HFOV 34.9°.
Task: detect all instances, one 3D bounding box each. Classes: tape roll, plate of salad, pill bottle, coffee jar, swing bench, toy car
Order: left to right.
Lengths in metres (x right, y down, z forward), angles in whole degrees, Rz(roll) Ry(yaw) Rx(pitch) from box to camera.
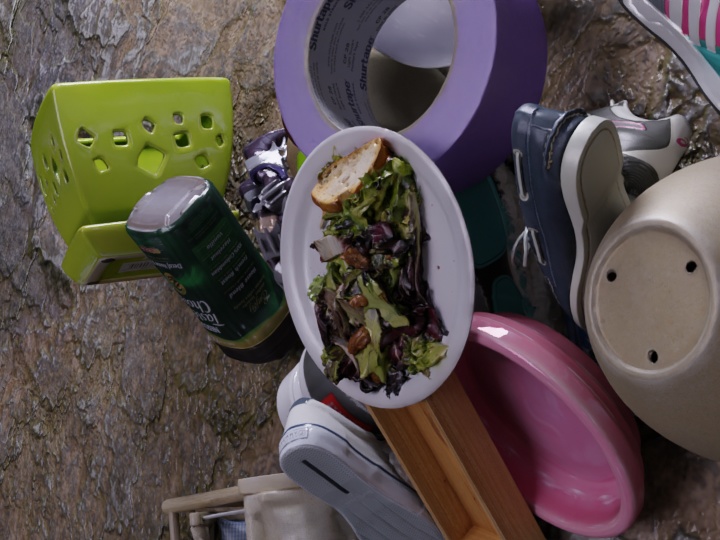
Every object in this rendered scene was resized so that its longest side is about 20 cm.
[{"bbox_3d":[-0.142,0.004,1.153,0.104,0.201,0.086,7,50,49],"label":"coffee jar"},{"bbox_3d":[-0.082,0.303,1.089,0.199,0.129,0.201,-25,67,47],"label":"swing bench"},{"bbox_3d":[-0.006,-0.115,1.067,0.200,0.156,0.166,116,155,-63],"label":"toy car"},{"bbox_3d":[0.000,0.000,0.812,0.199,0.048,0.203,10,104,44],"label":"plate of salad"},{"bbox_3d":[0.017,0.082,1.002,0.200,0.113,0.115,-44,54,39],"label":"pill bottle"},{"bbox_3d":[0.035,-0.160,0.870,0.198,0.085,0.203,-3,84,35],"label":"tape roll"}]

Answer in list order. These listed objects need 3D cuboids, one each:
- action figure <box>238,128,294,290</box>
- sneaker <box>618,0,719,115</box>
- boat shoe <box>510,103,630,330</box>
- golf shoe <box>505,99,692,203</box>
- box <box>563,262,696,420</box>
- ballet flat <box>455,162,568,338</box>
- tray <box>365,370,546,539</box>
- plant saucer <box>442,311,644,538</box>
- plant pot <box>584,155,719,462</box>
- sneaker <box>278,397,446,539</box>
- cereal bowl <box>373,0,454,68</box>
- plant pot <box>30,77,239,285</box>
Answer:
[{"bbox_3d":[-0.077,-0.051,1.136,0.201,0.069,0.131,-111,8,-45],"label":"action figure"},{"bbox_3d":[0.251,-0.193,0.763,0.201,0.083,0.121,58,133,27],"label":"sneaker"},{"bbox_3d":[0.136,-0.032,0.759,0.061,0.201,0.075,27,70,31],"label":"boat shoe"},{"bbox_3d":[0.171,-0.086,0.875,0.088,0.077,0.200,-42,27,-9],"label":"golf shoe"},{"bbox_3d":[0.230,0.025,0.802,0.199,0.040,0.139,-23,70,48],"label":"box"},{"bbox_3d":[0.124,-0.003,0.905,0.071,0.071,0.202,-22,81,47],"label":"ballet flat"},{"bbox_3d":[0.072,0.152,0.888,0.098,0.037,0.201,11,135,54],"label":"tray"},{"bbox_3d":[0.127,0.104,0.829,0.200,0.051,0.201,37,154,22],"label":"plant saucer"},{"bbox_3d":[0.212,0.022,0.689,0.199,0.133,0.203,-6,82,50],"label":"plant pot"},{"bbox_3d":[0.011,0.177,0.966,0.073,0.200,0.071,-28,32,25],"label":"sneaker"},{"bbox_3d":[0.069,-0.275,0.947,0.198,0.083,0.202,15,119,29],"label":"cereal bowl"},{"bbox_3d":[-0.244,-0.091,1.258,0.199,0.198,0.184,148,112,-64],"label":"plant pot"}]
